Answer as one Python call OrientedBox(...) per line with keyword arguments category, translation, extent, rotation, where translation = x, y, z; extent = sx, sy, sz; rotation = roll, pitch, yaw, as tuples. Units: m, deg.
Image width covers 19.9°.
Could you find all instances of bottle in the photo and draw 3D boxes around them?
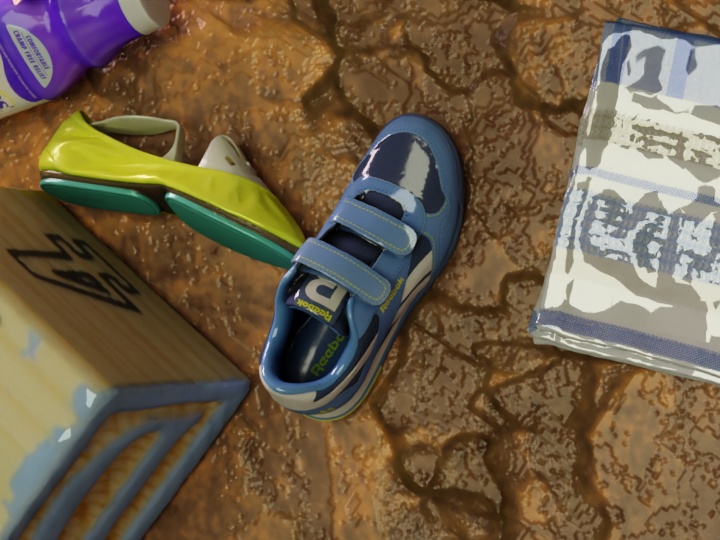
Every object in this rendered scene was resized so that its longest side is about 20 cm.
OrientedBox(category="bottle", translation=(-0.219, -0.147, 1.322), extent=(0.200, 0.065, 0.084), rotation=(-17, 121, 20))

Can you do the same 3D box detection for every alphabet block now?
OrientedBox(category="alphabet block", translation=(-0.224, 0.079, 1.257), extent=(0.200, 0.196, 0.195), rotation=(40, 102, 18))

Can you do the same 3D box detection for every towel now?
OrientedBox(category="towel", translation=(0.185, -0.038, 1.185), extent=(0.147, 0.024, 0.200), rotation=(15, 94, 21))

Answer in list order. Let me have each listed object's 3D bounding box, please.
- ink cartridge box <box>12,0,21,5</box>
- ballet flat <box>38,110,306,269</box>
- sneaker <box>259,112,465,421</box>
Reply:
OrientedBox(category="ink cartridge box", translation=(-0.186, -0.287, 1.286), extent=(0.200, 0.057, 0.163), rotation=(-44, 39, 12))
OrientedBox(category="ballet flat", translation=(-0.112, -0.059, 1.289), extent=(0.200, 0.067, 0.067), rotation=(16, 74, 23))
OrientedBox(category="sneaker", translation=(0.000, 0.000, 1.228), extent=(0.074, 0.082, 0.200), rotation=(25, 96, 22))
